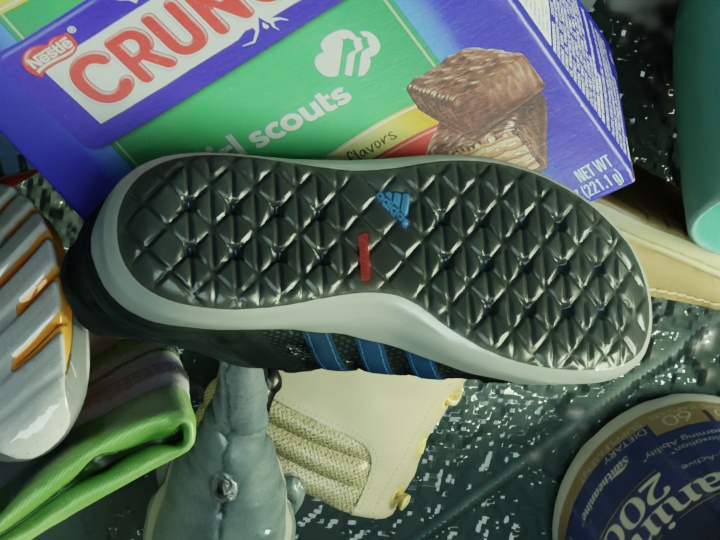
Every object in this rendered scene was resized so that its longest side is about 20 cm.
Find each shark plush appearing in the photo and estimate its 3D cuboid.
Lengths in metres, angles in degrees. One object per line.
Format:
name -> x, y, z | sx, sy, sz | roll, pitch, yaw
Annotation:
shark plush -> -0.040, 0.105, 0.994 | 0.090, 0.084, 0.201 | 15, 125, -11

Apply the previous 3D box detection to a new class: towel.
towel -> -0.131, 0.060, 0.977 | 0.149, 0.200, 0.031 | -31, 104, -2

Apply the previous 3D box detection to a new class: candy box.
candy box -> -0.027, -0.078, 0.915 | 0.168, 0.077, 0.200 | -26, 131, 17

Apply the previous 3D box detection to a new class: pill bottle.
pill bottle -> 0.155, 0.134, 1.079 | 0.110, 0.200, 0.112 | -5, 111, -14

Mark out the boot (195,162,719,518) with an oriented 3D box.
boot -> 0.045, 0.025, 1.080 | 0.199, 0.073, 0.156 | 13, 109, -24

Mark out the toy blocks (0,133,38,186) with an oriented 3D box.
toy blocks -> -0.075, -0.097, 1.000 | 0.199, 0.100, 0.137 | -14, 125, -9

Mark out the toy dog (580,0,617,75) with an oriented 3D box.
toy dog -> 0.098, -0.144, 1.007 | 0.096, 0.132, 0.200 | 41, 106, 16

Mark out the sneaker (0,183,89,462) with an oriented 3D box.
sneaker -> -0.132, 0.013, 0.963 | 0.078, 0.200, 0.077 | -37, 125, -2

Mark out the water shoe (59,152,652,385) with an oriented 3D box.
water shoe -> 0.000, 0.000, 0.909 | 0.199, 0.079, 0.072 | 11, 73, -24

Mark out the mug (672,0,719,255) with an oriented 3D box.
mug -> 0.183, -0.072, 1.030 | 0.151, 0.185, 0.115 | 5, 74, -30
